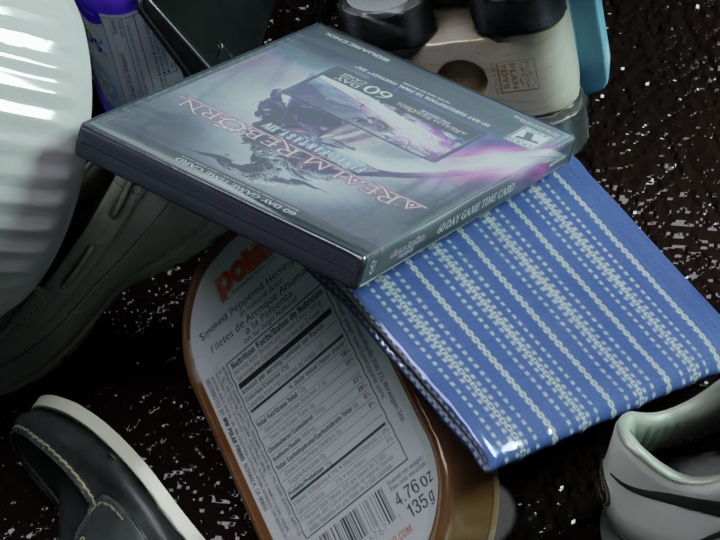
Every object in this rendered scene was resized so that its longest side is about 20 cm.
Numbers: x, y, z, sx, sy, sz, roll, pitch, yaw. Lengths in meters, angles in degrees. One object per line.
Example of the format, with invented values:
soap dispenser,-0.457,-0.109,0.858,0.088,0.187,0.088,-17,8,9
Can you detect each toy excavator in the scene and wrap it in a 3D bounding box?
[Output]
toy excavator,0.090,-0.148,1.374,0.193,0.100,0.200,-6,36,11

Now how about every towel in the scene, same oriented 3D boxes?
towel,0.070,0.012,1.199,0.200,0.024,0.145,-18,60,-48

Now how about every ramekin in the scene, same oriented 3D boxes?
ramekin,-0.200,-0.064,1.205,0.105,0.200,0.201,7,41,-33

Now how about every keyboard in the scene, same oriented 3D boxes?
keyboard,-0.053,-0.144,1.321,0.021,0.127,0.200,-26,30,30

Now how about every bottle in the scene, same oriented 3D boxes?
bottle,-0.114,-0.150,1.334,0.065,0.200,0.084,-22,50,-7

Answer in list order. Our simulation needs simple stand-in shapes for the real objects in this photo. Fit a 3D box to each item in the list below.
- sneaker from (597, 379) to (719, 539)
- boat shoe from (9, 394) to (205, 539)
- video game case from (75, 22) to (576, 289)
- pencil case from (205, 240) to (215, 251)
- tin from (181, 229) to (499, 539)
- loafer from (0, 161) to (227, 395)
sneaker,0.200,0.074,1.172,0.199,0.089,0.074,-14,49,-3
boat shoe,-0.104,0.129,1.188,0.067,0.072,0.200,-29,54,-19
video game case,-0.011,-0.055,1.196,0.142,0.019,0.200,26,27,21
pencil case,0.000,0.000,1.271,0.087,0.078,0.200,-23,47,-35
tin,-0.012,0.060,1.197,0.112,0.042,0.201,-38,62,23
loafer,-0.140,-0.008,1.258,0.200,0.070,0.070,-38,36,26
